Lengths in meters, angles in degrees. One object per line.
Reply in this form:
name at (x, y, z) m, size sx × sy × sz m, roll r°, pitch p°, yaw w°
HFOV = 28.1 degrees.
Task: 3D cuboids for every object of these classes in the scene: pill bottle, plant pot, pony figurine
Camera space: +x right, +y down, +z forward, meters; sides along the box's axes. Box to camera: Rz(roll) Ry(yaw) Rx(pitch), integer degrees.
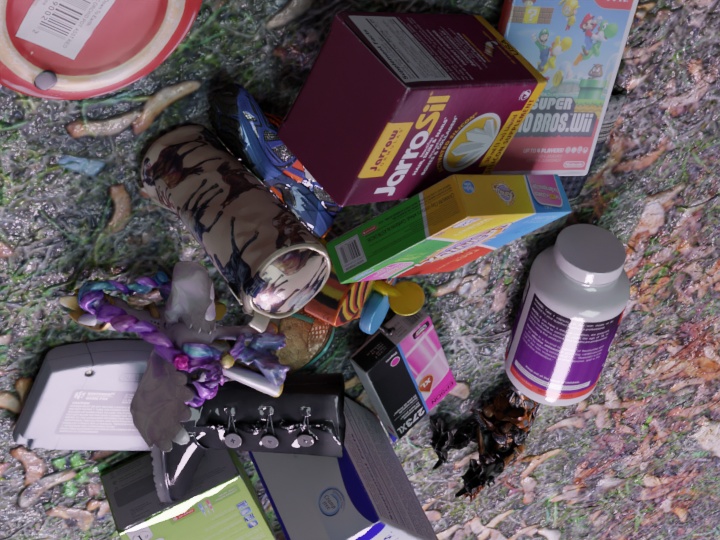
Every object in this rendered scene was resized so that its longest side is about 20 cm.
pill bottle at (0.231, 0.048, 1.592) m, size 0.111 × 0.113 × 0.201 m, roll -10°, pitch 137°, yaw -21°
plant pot at (-0.206, -0.231, 0.990) m, size 0.199 × 0.183 × 0.202 m, roll -18°, pitch 141°, yaw -15°
pony figurine at (-0.163, 0.068, 1.338) m, size 0.199 × 0.192 × 0.168 m, roll 15°, pitch 98°, yaw -41°

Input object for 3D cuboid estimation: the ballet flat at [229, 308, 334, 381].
ballet flat at (-0.097, 0.089, 1.476) m, size 0.065 × 0.071 × 0.200 m, roll 30°, pitch 136°, yaw -14°

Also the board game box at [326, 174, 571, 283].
board game box at (0.086, -0.041, 1.336) m, size 0.152 × 0.041 × 0.199 m, roll -27°, pitch 168°, yaw 33°

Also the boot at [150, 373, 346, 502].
boot at (-0.113, 0.173, 1.463) m, size 0.198 × 0.066 × 0.166 m, roll -3°, pitch 137°, yaw -3°

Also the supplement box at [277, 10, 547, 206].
supplement box at (0.047, -0.143, 1.251) m, size 0.199 × 0.103 × 0.131 m, roll -10°, pitch 141°, yaw -46°

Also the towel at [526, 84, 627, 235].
towel at (0.153, -0.108, 1.452) m, size 0.198 × 0.035 × 0.194 m, roll -7°, pitch 139°, yaw -27°

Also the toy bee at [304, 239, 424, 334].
toy bee at (0.000, 0.000, 1.430) m, size 0.130 × 0.200 × 0.110 m, roll 23°, pitch 93°, yaw -5°

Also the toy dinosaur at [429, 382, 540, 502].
toy dinosaur at (0.164, 0.214, 1.752) m, size 0.135 × 0.102 × 0.202 m, roll -19°, pitch 121°, yaw -37°

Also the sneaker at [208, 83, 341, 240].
sneaker at (-0.067, -0.111, 1.294) m, size 0.079 × 0.075 × 0.200 m, roll -47°, pitch 142°, yaw -3°

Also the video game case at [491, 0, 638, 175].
video game case at (0.180, -0.182, 1.357) m, size 0.142 × 0.017 × 0.202 m, roll -3°, pitch 120°, yaw -28°

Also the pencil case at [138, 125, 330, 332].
pencil case at (-0.114, -0.042, 1.238) m, size 0.089 × 0.200 × 0.078 m, roll -43°, pitch 146°, yaw -2°

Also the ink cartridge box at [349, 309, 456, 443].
ink cartridge box at (0.054, 0.124, 1.606) m, size 0.095 × 0.037 × 0.201 m, roll -42°, pitch 147°, yaw -13°

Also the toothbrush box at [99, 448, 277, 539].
toothbrush box at (-0.186, 0.278, 1.614) m, size 0.144 × 0.086 × 0.201 m, roll -25°, pitch 140°, yaw -4°

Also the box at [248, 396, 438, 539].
box at (-0.019, 0.240, 1.572) m, size 0.104 × 0.185 × 0.200 m, roll -33°, pitch 151°, yaw 9°

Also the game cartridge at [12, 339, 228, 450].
game cartridge at (-0.240, 0.128, 1.464) m, size 0.198 × 0.042 × 0.134 m, roll 6°, pitch 125°, yaw -34°
